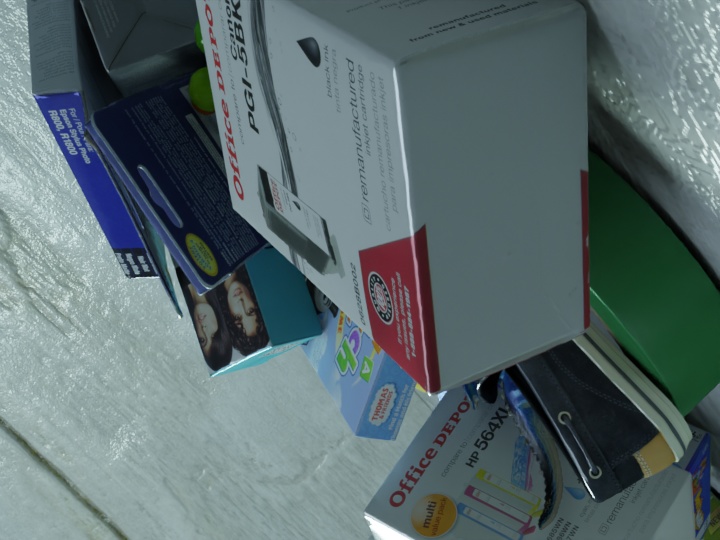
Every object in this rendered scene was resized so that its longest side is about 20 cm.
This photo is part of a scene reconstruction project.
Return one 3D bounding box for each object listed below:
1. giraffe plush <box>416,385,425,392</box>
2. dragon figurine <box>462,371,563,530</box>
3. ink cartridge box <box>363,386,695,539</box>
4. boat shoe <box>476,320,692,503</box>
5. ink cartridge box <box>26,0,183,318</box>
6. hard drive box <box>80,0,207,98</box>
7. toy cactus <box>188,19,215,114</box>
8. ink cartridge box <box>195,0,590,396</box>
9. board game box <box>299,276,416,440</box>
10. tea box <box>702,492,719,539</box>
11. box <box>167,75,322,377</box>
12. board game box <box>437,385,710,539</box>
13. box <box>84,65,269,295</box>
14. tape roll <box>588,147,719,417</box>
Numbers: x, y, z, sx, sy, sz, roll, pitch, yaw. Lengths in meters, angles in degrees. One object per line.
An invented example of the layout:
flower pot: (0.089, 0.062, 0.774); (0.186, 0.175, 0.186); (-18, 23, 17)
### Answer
giraffe plush: (0.087, 0.091, 1.176); (0.162, 0.173, 0.200); (23, 158, 16)
dragon figurine: (0.094, 0.060, 0.790); (0.099, 0.200, 0.059); (6, 168, 11)
ink cartridge box: (0.106, 0.174, 0.837); (0.200, 0.129, 0.125); (22, 151, 30)
boat shoe: (0.074, 0.033, 0.620); (0.200, 0.062, 0.075); (47, 178, 22)
ink cartridge box: (-0.188, -0.090, 0.901); (0.200, 0.041, 0.200); (74, 179, -49)
hard drive box: (-0.159, -0.202, 0.894); (0.200, 0.077, 0.156); (125, 124, -85)
toy cactus: (-0.026, -0.093, 0.719); (0.165, 0.102, 0.200); (45, 168, 0)
ink cartridge box: (0.007, -0.063, 0.538); (0.200, 0.083, 0.147); (40, 145, 52)
board game box: (0.000, 0.000, 0.864); (0.037, 0.152, 0.200); (9, -158, -27)
tea box: (0.294, 0.295, 1.017); (0.197, 0.134, 0.200); (44, 175, 22)
box: (-0.099, -0.032, 0.885); (0.082, 0.049, 0.200); (-28, 79, 46)
board game box: (0.153, 0.127, 0.903); (0.200, 0.045, 0.135); (24, 153, 29)
box: (-0.097, -0.061, 0.774); (0.121, 0.032, 0.200); (57, -157, -5)
tape roll: (0.107, -0.008, 0.644); (0.200, 0.048, 0.200); (46, 175, 5)
